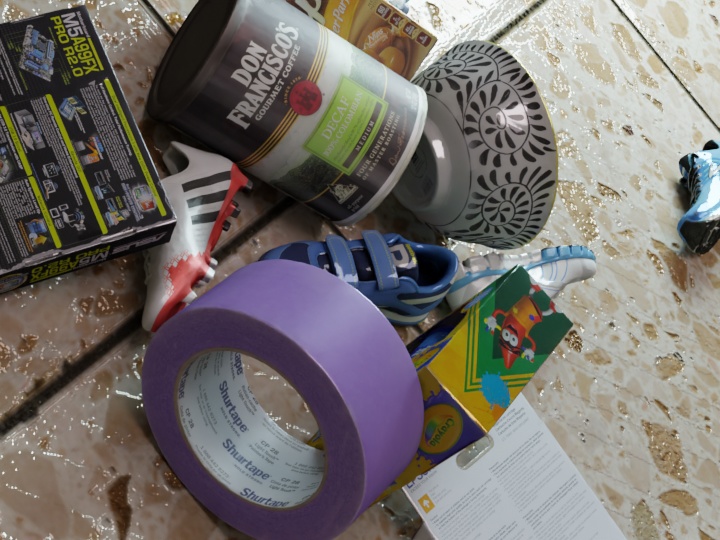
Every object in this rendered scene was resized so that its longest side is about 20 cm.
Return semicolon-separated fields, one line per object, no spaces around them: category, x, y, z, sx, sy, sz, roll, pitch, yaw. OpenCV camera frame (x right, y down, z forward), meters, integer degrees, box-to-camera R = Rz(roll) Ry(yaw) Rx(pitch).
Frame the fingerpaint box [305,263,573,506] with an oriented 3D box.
fingerpaint box;0.052;0.101;1.222;0.073;0.200;0.167;49;43;-2

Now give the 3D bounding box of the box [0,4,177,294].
box;-0.251;-0.093;1.165;0.160;0.044;0.200;-19;75;-24

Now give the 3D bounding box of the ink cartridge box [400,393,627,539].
ink cartridge box;0.131;0.224;1.326;0.196;0.043;0.200;-31;83;-46

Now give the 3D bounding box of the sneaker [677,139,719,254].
sneaker;0.398;-0.090;1.764;0.090;0.078;0.200;34;38;8

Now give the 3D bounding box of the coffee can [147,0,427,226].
coffee can;-0.063;-0.148;1.330;0.200;0.146;0.147;30;47;-23

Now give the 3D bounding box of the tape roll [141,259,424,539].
tape roll;-0.059;0.098;1.127;0.200;0.200;0.085;52;42;-1

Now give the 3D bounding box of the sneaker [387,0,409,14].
sneaker;0.007;-0.273;1.529;0.086;0.078;0.200;48;43;-10

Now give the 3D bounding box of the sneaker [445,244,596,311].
sneaker;0.156;0.026;1.470;0.200;0.075;0.087;-9;79;-38

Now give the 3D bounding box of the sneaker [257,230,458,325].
sneaker;0.000;0.000;1.333;0.200;0.082;0.074;1;63;-38

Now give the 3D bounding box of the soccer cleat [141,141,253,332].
soccer cleat;-0.153;-0.030;1.237;0.085;0.069;0.200;29;45;-9

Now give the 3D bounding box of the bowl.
bowl;0.082;-0.106;1.402;0.094;0.201;0.201;-16;73;-31

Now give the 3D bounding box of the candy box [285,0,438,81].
candy box;-0.042;-0.226;1.421;0.200;0.116;0.055;31;5;-22
